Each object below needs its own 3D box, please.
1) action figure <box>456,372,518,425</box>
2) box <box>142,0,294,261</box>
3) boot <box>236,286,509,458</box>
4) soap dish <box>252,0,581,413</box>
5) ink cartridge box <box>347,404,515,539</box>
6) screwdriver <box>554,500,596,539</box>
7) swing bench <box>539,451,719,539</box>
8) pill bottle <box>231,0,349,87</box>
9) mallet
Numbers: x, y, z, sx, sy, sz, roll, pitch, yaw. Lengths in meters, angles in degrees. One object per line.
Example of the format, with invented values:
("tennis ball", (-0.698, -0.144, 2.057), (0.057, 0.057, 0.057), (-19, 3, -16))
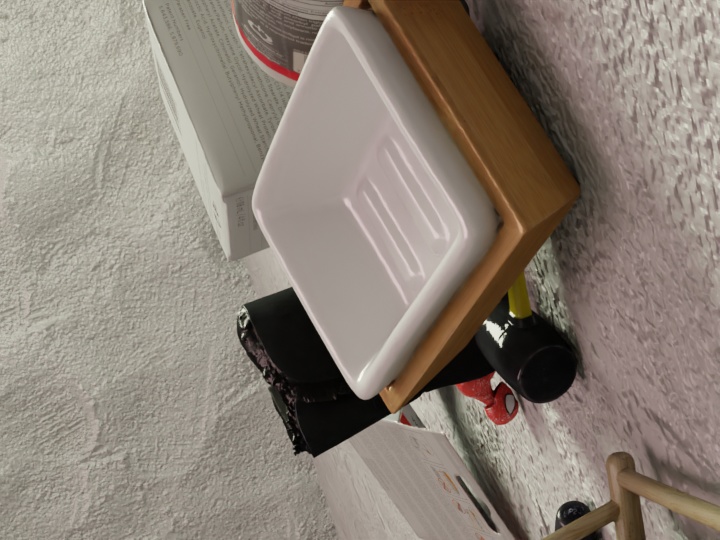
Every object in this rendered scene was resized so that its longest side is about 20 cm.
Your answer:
("action figure", (0.058, 0.016, 0.925), (0.065, 0.051, 0.201), (-128, 14, -80))
("box", (-0.099, -0.142, 1.249), (0.199, 0.130, 0.201), (101, 146, -74))
("boot", (0.000, 0.000, 0.843), (0.076, 0.167, 0.201), (-149, 39, -76))
("soap dish", (0.023, -0.038, 0.714), (0.158, 0.081, 0.200), (60, 151, 19))
("ink cartridge box", (0.071, 0.171, 1.149), (0.161, 0.050, 0.200), (56, 156, -17))
("screwdriver", (0.143, 0.222, 0.915), (0.028, 0.029, 0.201), (-119, 17, -45))
("swing bench", (0.141, 0.209, 0.612), (0.201, 0.129, 0.199), (65, 171, -6))
("pill bottle", (-0.017, -0.182, 0.713), (0.200, 0.110, 0.111), (98, 150, -73))
("mallet", (0.078, -0.025, 0.756), (0.066, 0.041, 0.201), (-139, 33, -66))
